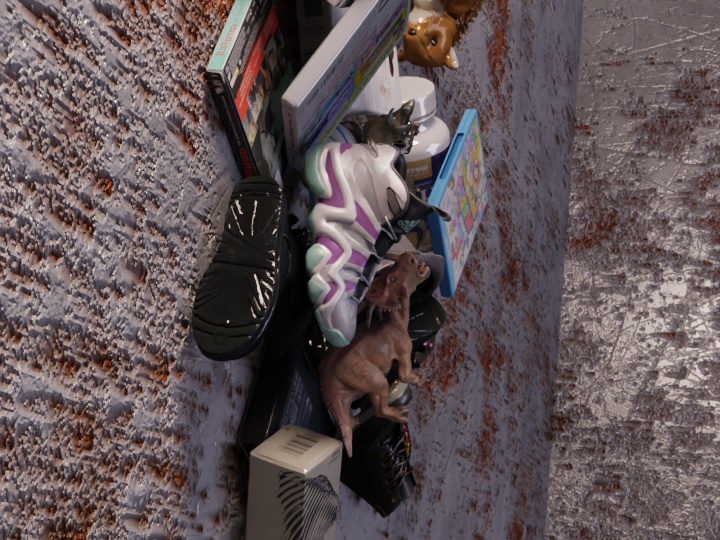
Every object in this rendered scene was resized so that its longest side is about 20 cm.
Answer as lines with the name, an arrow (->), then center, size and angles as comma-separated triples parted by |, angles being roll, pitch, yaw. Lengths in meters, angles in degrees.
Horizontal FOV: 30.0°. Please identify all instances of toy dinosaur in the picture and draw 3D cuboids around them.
toy dinosaur -> 0.034, -0.109, 1.539 | 0.102, 0.076, 0.202 | -58, 151, -58
toy dinosaur -> 0.001, 0.081, 1.354 | 0.201, 0.085, 0.136 | -57, 133, -26

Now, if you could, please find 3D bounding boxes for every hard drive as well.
hard drive -> -0.074, 0.176, 1.445 | 0.201, 0.033, 0.141 | 71, 27, -50

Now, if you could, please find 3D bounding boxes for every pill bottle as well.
pill bottle -> 0.057, -0.133, 1.694 | 0.120, 0.118, 0.202 | -60, 148, -57

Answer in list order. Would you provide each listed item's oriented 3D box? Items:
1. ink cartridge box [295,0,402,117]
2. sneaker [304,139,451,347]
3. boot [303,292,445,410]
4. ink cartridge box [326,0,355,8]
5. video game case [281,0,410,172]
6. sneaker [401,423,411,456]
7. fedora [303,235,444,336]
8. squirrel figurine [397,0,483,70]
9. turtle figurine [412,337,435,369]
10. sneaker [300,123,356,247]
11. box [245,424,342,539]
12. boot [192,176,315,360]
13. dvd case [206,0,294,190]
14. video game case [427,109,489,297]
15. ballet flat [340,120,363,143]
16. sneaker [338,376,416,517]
ink cartridge box -> -0.012, -0.254, 1.522 | 0.200, 0.056, 0.165 | -5, 89, -73
sneaker -> 0.020, -0.031, 1.292 | 0.078, 0.138, 0.203 | 26, 60, -76
boot -> -0.004, 0.104, 1.528 | 0.197, 0.074, 0.163 | -18, 157, -37
ink cartridge box -> -0.026, -0.337, 1.331 | 0.084, 0.145, 0.200 | -52, 174, 21
video game case -> -0.011, -0.207, 1.329 | 0.201, 0.022, 0.182 | -55, 172, -13
sneaker -> 0.014, 0.232, 1.697 | 0.201, 0.081, 0.078 | 93, -12, -53
fedora -> 0.000, 0.000, 1.517 | 0.199, 0.177, 0.091 | 0, 58, -50
squirrel figurine -> 0.116, -0.362, 1.845 | 0.200, 0.140, 0.189 | 23, 77, -69
turtle figurine -> 0.048, 0.090, 1.745 | 0.150, 0.100, 0.202 | 36, 63, -70
sneaker -> -0.023, -0.101, 1.430 | 0.106, 0.075, 0.202 | 97, -11, -55
box -> -0.070, 0.265, 1.348 | 0.082, 0.068, 0.202 | -32, 131, -56
boot -> -0.093, 0.027, 1.286 | 0.163, 0.072, 0.200 | 72, 25, -57
dvd case -> -0.099, -0.171, 1.338 | 0.201, 0.022, 0.147 | 72, 26, -48
video game case -> 0.124, -0.086, 1.687 | 0.201, 0.018, 0.144 | -66, 152, -44
ballet flat -> -0.016, -0.078, 1.586 | 0.046, 0.067, 0.202 | -20, 122, -27
sneaker -> 0.036, 0.202, 1.535 | 0.075, 0.106, 0.200 | -42, 172, -37
